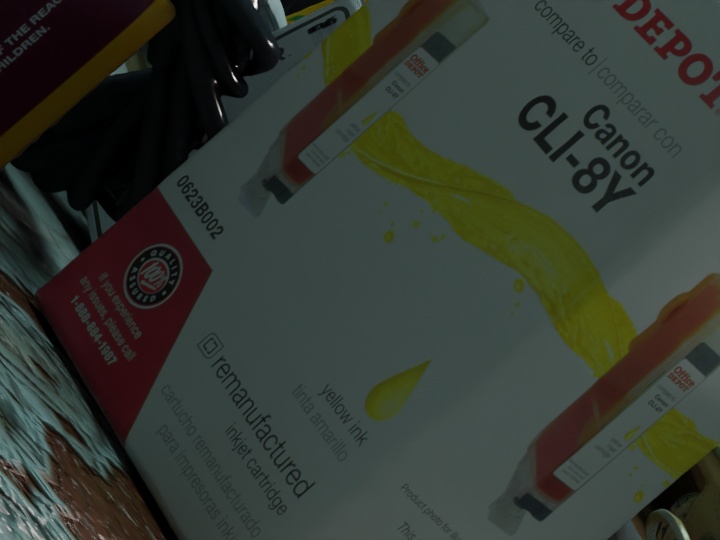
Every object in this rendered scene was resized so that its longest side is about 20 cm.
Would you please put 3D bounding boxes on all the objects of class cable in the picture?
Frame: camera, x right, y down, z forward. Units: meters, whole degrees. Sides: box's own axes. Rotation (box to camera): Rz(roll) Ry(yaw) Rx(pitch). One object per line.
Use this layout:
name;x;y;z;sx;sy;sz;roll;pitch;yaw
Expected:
cable;-0.074;-0.097;0.906;0.164;0.051;0.200;63;-34;26

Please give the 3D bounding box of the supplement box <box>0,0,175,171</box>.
supplement box;-0.149;-0.121;0.781;0.110;0.086;0.200;52;5;37

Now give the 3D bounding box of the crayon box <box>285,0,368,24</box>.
crayon box;0.010;-0.055;1.093;0.126;0.199;0.052;42;28;-64

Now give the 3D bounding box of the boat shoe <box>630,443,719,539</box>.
boat shoe;0.093;0.063;0.822;0.200;0.062;0.073;-113;-160;-44

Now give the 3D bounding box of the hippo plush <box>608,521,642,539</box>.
hippo plush;0.124;0.036;0.982;0.159;0.200;0.161;13;-45;39

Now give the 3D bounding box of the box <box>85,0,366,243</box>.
box;0.000;0.000;1.047;0.200;0.116;0.060;47;24;-48

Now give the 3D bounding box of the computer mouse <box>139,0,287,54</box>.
computer mouse;-0.103;-0.133;1.023;0.200;0.044;0.110;45;-19;20

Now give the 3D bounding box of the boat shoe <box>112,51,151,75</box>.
boat shoe;-0.092;-0.078;1.156;0.075;0.068;0.200;48;2;8

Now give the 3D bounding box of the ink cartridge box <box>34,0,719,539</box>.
ink cartridge box;0.030;0.000;0.801;0.083;0.200;0.145;46;5;-43

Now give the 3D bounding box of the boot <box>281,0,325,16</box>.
boot;-0.099;-0.176;1.109;0.200;0.069;0.188;31;-7;29
